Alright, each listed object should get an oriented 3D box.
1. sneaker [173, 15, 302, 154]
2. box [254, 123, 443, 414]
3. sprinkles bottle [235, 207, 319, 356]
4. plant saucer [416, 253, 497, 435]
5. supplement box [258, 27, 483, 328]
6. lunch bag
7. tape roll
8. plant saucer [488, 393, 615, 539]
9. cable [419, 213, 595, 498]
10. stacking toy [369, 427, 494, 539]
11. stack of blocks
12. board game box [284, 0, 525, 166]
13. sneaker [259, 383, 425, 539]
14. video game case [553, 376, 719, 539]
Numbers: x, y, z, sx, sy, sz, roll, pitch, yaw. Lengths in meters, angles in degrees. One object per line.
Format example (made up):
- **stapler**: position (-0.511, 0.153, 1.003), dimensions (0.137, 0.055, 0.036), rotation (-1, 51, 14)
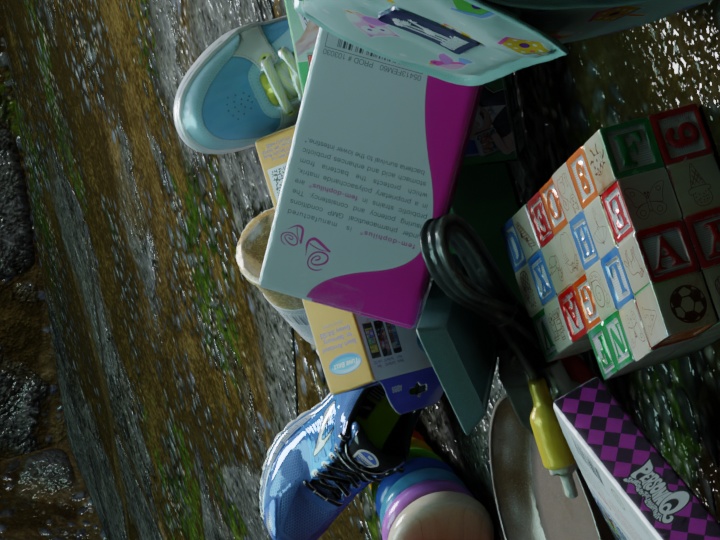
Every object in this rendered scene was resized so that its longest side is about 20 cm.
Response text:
- **sneaker**: position (-0.024, -0.142, 1.469), dimensions (0.080, 0.200, 0.130), rotation (62, 159, -12)
- **box**: position (0.000, 0.000, 1.494), dimensions (0.119, 0.041, 0.201), rotation (-8, -98, -61)
- **sprinkles bottle**: position (-0.030, 0.021, 1.734), dimensions (0.068, 0.068, 0.200), rotation (66, -172, 30)
- **plant saucer**: position (0.064, 0.039, 1.364), dimensions (0.070, 0.019, 0.200), rotation (64, -168, -9)
- **supplement box**: position (0.014, -0.081, 1.351), dimensions (0.103, 0.101, 0.201), rotation (-64, -10, -72)
- **lunch bag**: position (0.077, -0.158, 1.062), dimensions (0.170, 0.199, 0.122), rotation (176, 79, -74)
- **tape roll**: position (0.056, -0.037, 1.549), dimensions (0.200, 0.048, 0.201), rotation (165, 90, -75)
- **plant saucer**: position (0.139, 0.175, 1.491), dimensions (0.200, 0.032, 0.201), rotation (164, 90, -75)
- **cable**: position (0.104, 0.036, 1.341), dimensions (0.050, 0.097, 0.200), rotation (-6, 123, 34)
- **stacking toy**: position (0.038, 0.166, 1.772), dimensions (0.200, 0.085, 0.086), rotation (-120, 20, -58)
- **stack of blocks**: position (0.146, -0.003, 1.234), dimensions (0.200, 0.058, 0.116), rotation (130, 123, -72)
- **board game box**: position (0.022, -0.160, 1.399), dimensions (0.029, 0.134, 0.201), rotation (-51, -47, -66)
- **sneaker**: position (-0.012, 0.137, 1.723), dimensions (0.200, 0.078, 0.089), rotation (-58, 19, 13)
- **video game case**: position (0.187, 0.176, 1.206), dimensions (0.182, 0.036, 0.200), rotation (62, 175, -36)
